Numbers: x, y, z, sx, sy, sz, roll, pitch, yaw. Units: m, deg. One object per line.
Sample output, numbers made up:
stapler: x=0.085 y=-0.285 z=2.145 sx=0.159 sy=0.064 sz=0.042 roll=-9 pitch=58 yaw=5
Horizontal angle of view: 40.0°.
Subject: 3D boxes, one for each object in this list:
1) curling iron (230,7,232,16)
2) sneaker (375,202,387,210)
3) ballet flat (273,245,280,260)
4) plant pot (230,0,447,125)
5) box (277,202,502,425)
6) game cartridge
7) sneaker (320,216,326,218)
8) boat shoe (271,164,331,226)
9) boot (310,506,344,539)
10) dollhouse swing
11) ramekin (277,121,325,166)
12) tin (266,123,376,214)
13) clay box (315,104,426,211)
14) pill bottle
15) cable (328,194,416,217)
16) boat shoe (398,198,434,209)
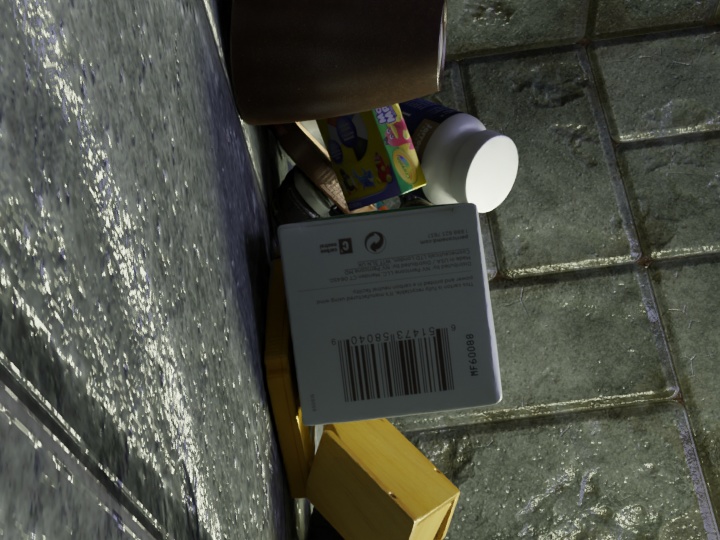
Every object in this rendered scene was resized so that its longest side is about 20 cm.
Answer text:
curling iron: x=-0.126 y=-0.292 z=0.977 sx=0.200 sy=0.025 sz=0.050 roll=78 pitch=8 yaw=-69
sneaker: x=0.034 y=-0.055 z=1.505 sx=0.072 sy=0.080 sz=0.201 roll=-52 pitch=-138 yaw=25
ballet flat: x=0.000 y=0.000 z=1.139 sx=0.069 sy=0.199 sz=0.063 roll=112 pitch=-1 yaw=-58
plant pot: x=-0.013 y=-0.237 z=1.021 sx=0.187 sy=0.198 sz=0.189 roll=6 pitch=90 yaw=-82
box: x=0.030 y=0.037 z=1.016 sx=0.171 sy=0.197 sz=0.202 roll=-53 pitch=136 yaw=-87
game cartridge: x=-0.072 y=0.111 z=1.060 sx=0.200 sy=0.032 sz=0.177 roll=-97 pitch=179 yaw=-59
sneaker: x=-0.054 y=-0.046 z=1.359 sx=0.200 sy=0.086 sz=0.081 roll=-89 pitch=171 yaw=-80
boat shoe: x=-0.079 y=-0.087 z=1.248 sx=0.072 sy=0.061 sz=0.201 roll=47 pitch=5 yaw=-8
boot: x=-0.015 y=0.376 z=1.180 sx=0.199 sy=0.073 sz=0.163 roll=-79 pitch=161 yaw=-60
dollhouse swing: x=-0.002 y=0.283 z=1.075 sx=0.182 sy=0.176 sz=0.200 roll=42 pitch=10 yaw=16
ramekin: x=-0.023 y=-0.207 z=1.363 sx=0.201 sy=0.199 sz=0.098 roll=80 pitch=10 yaw=-61
tin: x=-0.050 y=-0.133 z=1.280 sx=0.200 sy=0.042 sz=0.112 roll=43 pitch=12 yaw=-47
clay box: x=-0.003 y=-0.179 z=1.166 sx=0.115 sy=0.047 sz=0.201 roll=-14 pitch=-81 yaw=56
pill bottle: x=0.087 y=-0.145 z=1.211 sx=0.199 sy=0.115 sz=0.116 roll=26 pitch=-44 yaw=41
cable: x=0.035 y=-0.111 z=1.434 sx=0.051 sy=0.164 sz=0.200 roll=28 pitch=10 yaw=-38
boat shoe: x=0.096 y=0.010 z=1.219 sx=0.201 sy=0.074 sz=0.073 roll=62 pitch=8 yaw=-7
